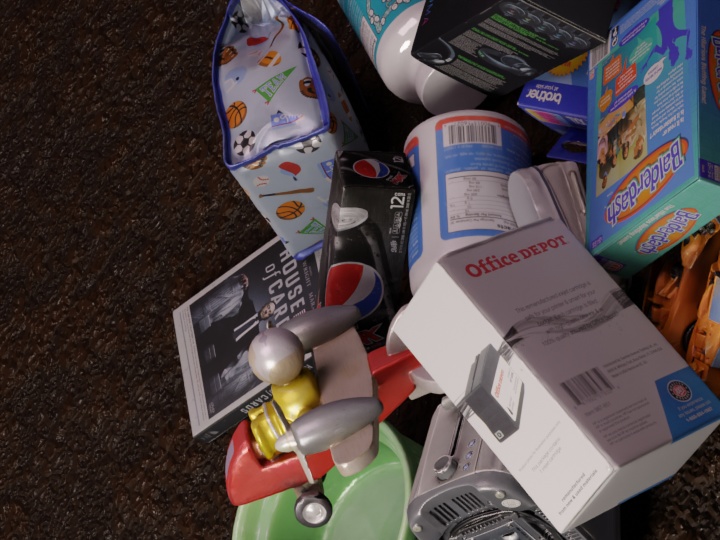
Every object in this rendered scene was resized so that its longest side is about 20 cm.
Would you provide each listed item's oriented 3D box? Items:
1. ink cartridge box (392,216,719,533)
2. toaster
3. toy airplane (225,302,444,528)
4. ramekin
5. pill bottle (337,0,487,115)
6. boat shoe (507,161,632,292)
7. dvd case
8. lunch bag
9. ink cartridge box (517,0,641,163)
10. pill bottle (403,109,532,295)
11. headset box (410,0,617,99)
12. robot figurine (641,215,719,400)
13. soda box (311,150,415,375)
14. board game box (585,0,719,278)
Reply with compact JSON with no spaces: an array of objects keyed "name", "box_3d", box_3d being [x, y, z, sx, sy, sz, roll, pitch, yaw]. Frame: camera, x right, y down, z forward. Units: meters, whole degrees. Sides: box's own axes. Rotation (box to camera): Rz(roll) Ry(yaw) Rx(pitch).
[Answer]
[{"name":"ink cartridge box","box_3d":[0.144,0.072,1.503,0.200,0.145,0.084,51,133,20]},{"name":"toaster","box_3d":[0.127,0.172,1.571,0.114,0.200,0.129,-27,35,34]},{"name":"toy airplane","box_3d":[-0.022,0.089,1.630,0.200,0.141,0.199,-18,35,54]},{"name":"ramekin","box_3d":[-0.004,0.221,1.724,0.200,0.098,0.200,-23,55,36]},{"name":"pill bottle","box_3d":[0.053,-0.227,1.892,0.111,0.111,0.200,-45,45,18]},{"name":"boat shoe","box_3d":[0.185,0.002,1.667,0.071,0.070,0.200,112,139,-65]},{"name":"dvd case","box_3d":[-0.093,0.053,1.957,0.200,0.025,0.151,-35,49,28]},{"name":"lunch bag","box_3d":[-0.059,-0.145,1.904,0.124,0.170,0.200,-21,52,8]},{"name":"ink cartridge box","box_3d":[0.221,-0.176,1.726,0.136,0.076,0.200,15,82,48]},{"name":"pill bottle","box_3d":[0.094,-0.025,1.744,0.112,0.112,0.200,-24,54,35]},{"name":"headset box","box_3d":[0.144,-0.257,1.706,0.200,0.093,0.174,-20,49,64]},{"name":"robot figurine","box_3d":[0.262,-0.003,1.555,0.145,0.058,0.200,-146,65,-65]},{"name":"soda box","box_3d":[0.000,0.000,1.778,0.071,0.063,0.200,-102,17,-59]},{"name":"board game box","box_3d":[0.226,-0.115,1.556,0.152,0.045,0.200,-40,39,53]}]
